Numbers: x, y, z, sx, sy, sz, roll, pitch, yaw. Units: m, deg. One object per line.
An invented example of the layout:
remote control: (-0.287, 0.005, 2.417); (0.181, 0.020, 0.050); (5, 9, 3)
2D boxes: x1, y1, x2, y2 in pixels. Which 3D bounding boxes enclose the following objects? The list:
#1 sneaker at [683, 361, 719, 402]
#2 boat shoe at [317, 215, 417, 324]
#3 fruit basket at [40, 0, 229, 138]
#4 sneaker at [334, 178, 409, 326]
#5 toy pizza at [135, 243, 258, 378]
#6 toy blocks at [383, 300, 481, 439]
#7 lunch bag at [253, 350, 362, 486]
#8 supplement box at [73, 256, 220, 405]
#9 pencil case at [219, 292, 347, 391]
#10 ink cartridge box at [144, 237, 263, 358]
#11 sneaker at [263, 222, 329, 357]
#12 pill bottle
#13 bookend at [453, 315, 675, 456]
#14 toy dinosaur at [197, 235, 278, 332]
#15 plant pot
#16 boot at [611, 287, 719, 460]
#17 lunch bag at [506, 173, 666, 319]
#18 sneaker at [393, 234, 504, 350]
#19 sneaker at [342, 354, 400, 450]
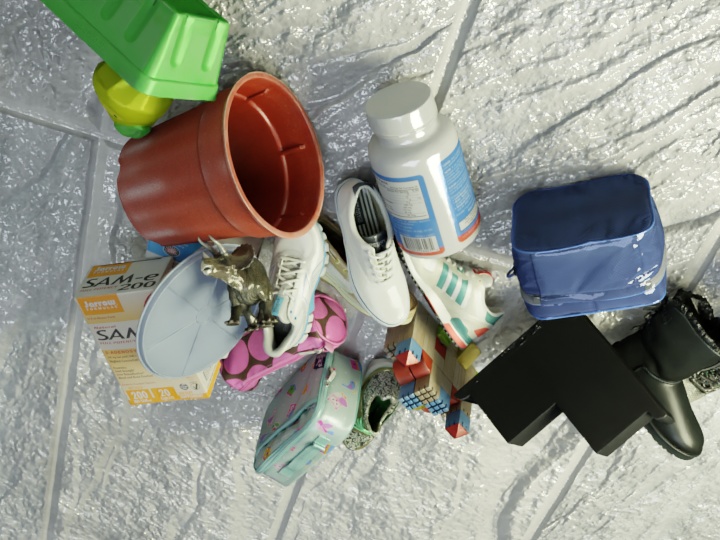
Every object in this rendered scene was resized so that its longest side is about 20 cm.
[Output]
sneaker: (0.481, 0.123, 1.505); (0.078, 0.085, 0.200); (33, 129, -15)
boat shoe: (0.000, 0.000, 1.509); (0.199, 0.074, 0.066); (32, 126, -14)
fruit basket: (-0.262, -0.242, 1.286); (0.214, 0.155, 0.217); (3, 95, 32)
sneaker: (0.015, -0.019, 1.442); (0.073, 0.071, 0.201); (-23, 100, -12)
toy pizza: (-0.208, 0.049, 1.446); (0.032, 0.200, 0.201); (36, 139, 32)
toy blocks: (0.095, 0.145, 1.569); (0.100, 0.137, 0.200); (-25, 120, 29)
lunch bag: (-0.078, 0.214, 1.646); (0.077, 0.161, 0.200); (31, 129, -15)
supplement box: (-0.285, 0.085, 1.529); (0.125, 0.074, 0.201); (-7, 126, 17)
pencil case: (-0.115, 0.108, 1.607); (0.199, 0.094, 0.091); (-30, 145, 32)
ink cartridge box: (-0.224, 0.011, 1.560); (0.144, 0.085, 0.201); (18, 129, -3)
sneaker: (-0.091, 0.023, 1.460); (0.074, 0.087, 0.201); (12, 113, 11)
pill bottle: (0.073, -0.123, 1.370); (0.112, 0.113, 0.201); (-7, 127, 17)
bookend: (0.266, 0.177, 1.476); (0.199, 0.200, 0.092); (-43, 156, 10)
toy dinosaur: (-0.137, 0.020, 1.400); (0.076, 0.103, 0.200); (-6, 170, 9)
plant pot: (-0.179, -0.119, 1.386); (0.194, 0.201, 0.201); (-12, 126, 31)
boot: (0.424, 0.133, 1.480); (0.199, 0.073, 0.163); (56, 134, 14)
lunch bag: (0.275, -0.019, 1.396); (0.199, 0.136, 0.133); (-9, 127, 19)
sneaker: (0.121, 0.007, 1.508); (0.093, 0.070, 0.200); (-32, 112, 3)
sneaker: (0.011, 0.214, 1.674); (0.076, 0.089, 0.201); (20, 131, -6)
